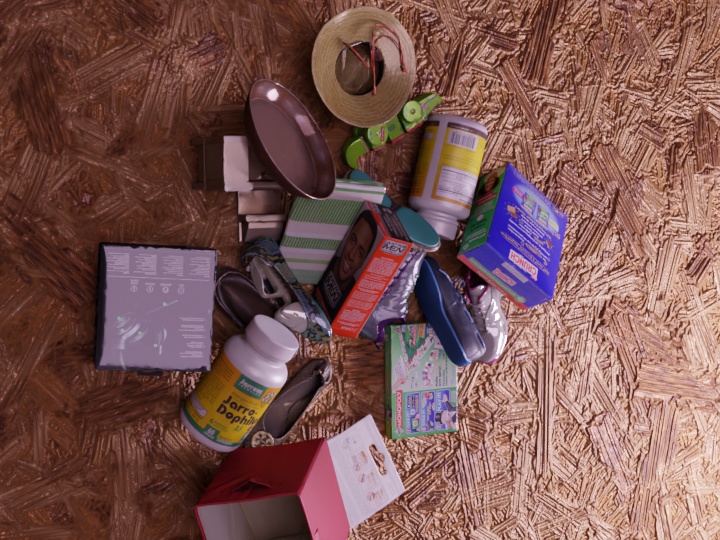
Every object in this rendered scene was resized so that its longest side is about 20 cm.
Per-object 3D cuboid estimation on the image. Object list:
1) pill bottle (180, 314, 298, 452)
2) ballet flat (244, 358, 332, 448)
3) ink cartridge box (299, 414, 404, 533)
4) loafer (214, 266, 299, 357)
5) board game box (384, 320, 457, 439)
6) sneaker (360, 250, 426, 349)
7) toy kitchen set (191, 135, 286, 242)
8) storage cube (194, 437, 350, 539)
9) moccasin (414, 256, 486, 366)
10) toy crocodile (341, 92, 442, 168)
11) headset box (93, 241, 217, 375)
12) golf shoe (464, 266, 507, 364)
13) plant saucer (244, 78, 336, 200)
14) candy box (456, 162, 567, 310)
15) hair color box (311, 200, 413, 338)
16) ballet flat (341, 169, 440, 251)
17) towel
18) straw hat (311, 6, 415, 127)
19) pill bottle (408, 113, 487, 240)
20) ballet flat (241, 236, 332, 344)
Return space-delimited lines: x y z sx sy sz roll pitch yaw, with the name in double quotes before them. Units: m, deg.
"pill bottle" -0.183 0.172 1.510 0.112 0.113 0.201 30 105 -23
"ballet flat" -0.116 0.226 1.616 0.200 0.046 0.067 -47 109 -14
"ink cartridge box" -0.041 0.358 1.662 0.199 0.047 0.161 -30 104 -21
"loafer" -0.162 0.070 1.570 0.200 0.071 0.073 45 76 -20
"board game box" 0.108 0.190 1.724 0.134 0.029 0.202 -2 95 -24
"sneaker" 0.065 0.036 1.668 0.087 0.074 0.200 42 87 -10
"toy kitchen set" -0.142 -0.122 1.507 0.198 0.180 0.165 -3 96 -24
"storage cube" -0.129 0.381 1.508 0.170 0.180 0.202 -10 105 15
"moccasin" 0.154 0.068 1.699 0.068 0.080 0.201 -18 83 -31
"toy crocodile" 0.053 -0.242 1.649 0.199 0.067 0.062 -33 112 -16
"headset box" -0.312 0.061 1.480 0.173 0.093 0.202 2 92 -17
"golf shoe" 0.213 0.065 1.727 0.091 0.075 0.202 4 85 -52
"plant saucer" -0.109 -0.188 1.448 0.034 0.201 0.201 -29 111 25
"candy box" 0.271 -0.059 1.711 0.169 0.077 0.201 39 48 -21
"hair color box" 0.000 0.000 1.571 0.061 0.102 0.201 14 121 -30
"ballet flat" 0.044 -0.087 1.630 0.200 0.075 0.068 39 48 6
"towel" -0.053 -0.062 1.583 0.151 0.023 0.201 3 126 -24
"straw hat" -0.010 -0.328 1.604 0.200 0.085 0.203 -1 92 -30
"pill bottle" 0.146 -0.158 1.673 0.108 0.109 0.202 14 88 -24
"ballet flat" -0.124 0.042 1.550 0.074 0.074 0.201 -34 85 -18
